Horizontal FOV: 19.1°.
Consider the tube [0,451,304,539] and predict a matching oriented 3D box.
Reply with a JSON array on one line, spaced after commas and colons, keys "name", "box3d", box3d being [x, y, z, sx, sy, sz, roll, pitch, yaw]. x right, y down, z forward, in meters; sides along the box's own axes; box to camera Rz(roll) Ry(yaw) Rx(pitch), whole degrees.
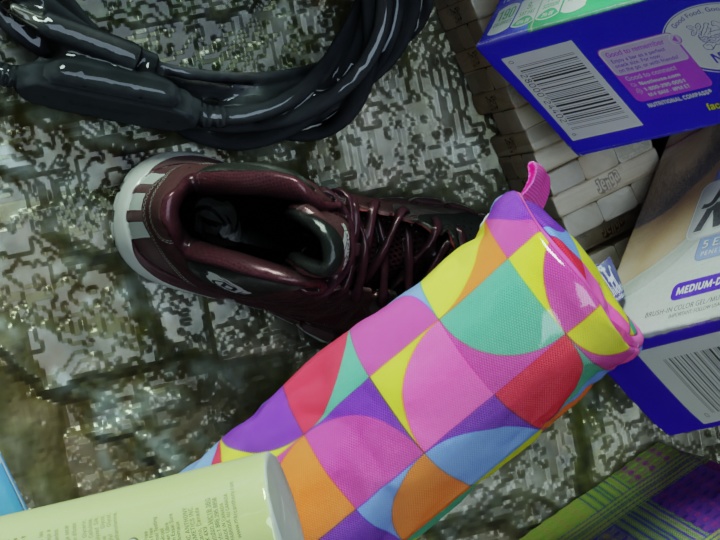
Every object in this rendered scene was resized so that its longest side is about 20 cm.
[{"name": "tube", "box3d": [-0.120, 0.116, 0.784, 0.199, 0.052, 0.058, -17, 55, 6]}]

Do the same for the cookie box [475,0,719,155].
[{"name": "cookie box", "box3d": [0.159, -0.156, 0.849, 0.075, 0.170, 0.201, 44, 56, -28]}]

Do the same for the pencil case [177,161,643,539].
[{"name": "pencil case", "box3d": [0.018, 0.054, 0.828, 0.200, 0.088, 0.088, -41, 101, 9]}]

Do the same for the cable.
[{"name": "cable", "box3d": [-0.065, -0.137, 0.895, 0.198, 0.051, 0.165, 9, 84, -12]}]

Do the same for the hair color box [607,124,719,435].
[{"name": "hair color box", "box3d": [0.178, -0.036, 0.878, 0.065, 0.109, 0.201, 45, 52, -24]}]

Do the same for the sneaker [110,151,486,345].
[{"name": "sneaker", "box3d": [0.000, 0.000, 0.874, 0.198, 0.115, 0.076, 11, 88, -14]}]

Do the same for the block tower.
[{"name": "block tower", "box3d": [0.082, -0.079, 0.924, 0.054, 0.058, 0.201, -25, 96, -13]}]

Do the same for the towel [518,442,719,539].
[{"name": "towel", "box3d": [0.116, 0.133, 0.864, 0.143, 0.200, 0.023, -34, 106, -11]}]

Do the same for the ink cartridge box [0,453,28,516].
[{"name": "ink cartridge box", "box3d": [-0.231, 0.051, 0.832, 0.144, 0.085, 0.201, -26, 99, -13]}]
